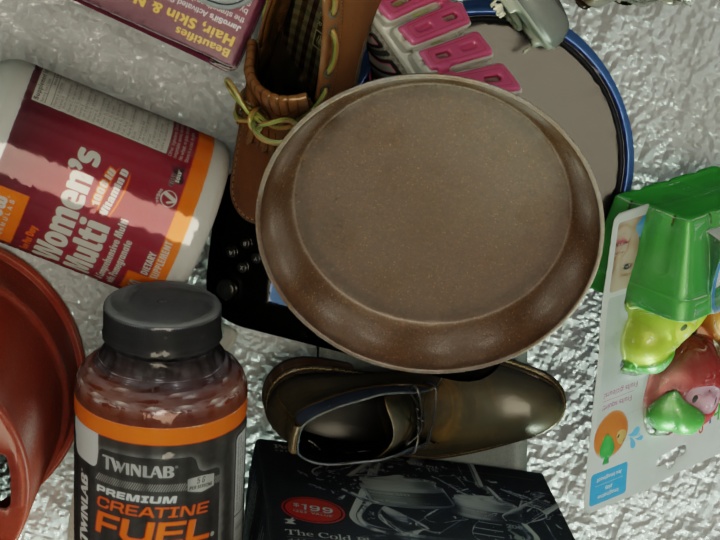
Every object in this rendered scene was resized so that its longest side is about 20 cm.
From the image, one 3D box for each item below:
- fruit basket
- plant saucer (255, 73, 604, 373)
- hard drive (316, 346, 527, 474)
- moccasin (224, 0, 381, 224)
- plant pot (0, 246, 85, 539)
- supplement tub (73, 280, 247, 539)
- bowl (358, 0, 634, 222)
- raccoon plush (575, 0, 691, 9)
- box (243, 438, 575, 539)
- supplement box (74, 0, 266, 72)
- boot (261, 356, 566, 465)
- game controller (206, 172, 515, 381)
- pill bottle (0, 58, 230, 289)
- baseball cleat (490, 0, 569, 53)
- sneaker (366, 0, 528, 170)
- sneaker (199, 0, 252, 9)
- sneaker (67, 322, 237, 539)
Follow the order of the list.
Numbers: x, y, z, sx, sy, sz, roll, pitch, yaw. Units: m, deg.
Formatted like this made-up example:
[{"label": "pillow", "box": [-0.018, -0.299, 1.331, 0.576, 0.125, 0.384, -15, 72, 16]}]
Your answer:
[{"label": "fruit basket", "box": [0.214, 0.042, 1.276, 0.184, 0.093, 0.202, -15, 111, -42]}, {"label": "plant saucer", "box": [0.040, -0.031, 1.145, 0.198, 0.035, 0.202, 2, 125, 3]}, {"label": "hard drive", "box": [0.041, 0.096, 1.330, 0.138, 0.033, 0.202, -2, 105, -5]}, {"label": "moccasin", "box": [-0.039, -0.110, 1.159, 0.074, 0.077, 0.202, 45, 131, 24]}, {"label": "plant pot", "box": [-0.267, 0.096, 1.213, 0.199, 0.195, 0.203, -2, 105, -6]}, {"label": "supplement tub", "box": [-0.121, 0.112, 1.205, 0.106, 0.107, 0.202, 0, 111, -6]}, {"label": "bowl", "box": [0.077, -0.071, 1.267, 0.199, 0.039, 0.203, 0, 94, -4]}, {"label": "raccoon plush", "box": [0.184, -0.247, 1.201, 0.096, 0.134, 0.201, 20, 102, -10]}, {"label": "box", "box": [0.027, 0.193, 1.243, 0.198, 0.182, 0.105, 8, 104, -8]}, {"label": "supplement box", "box": [-0.095, -0.240, 1.190, 0.130, 0.103, 0.201, 23, 101, -11]}, {"label": "boot", "box": [0.039, 0.098, 1.262, 0.198, 0.097, 0.075, 0, 105, -5]}, {"label": "game controller", "box": [0.000, 0.000, 1.232, 0.198, 0.042, 0.105, 13, 114, 16]}, {"label": "pill bottle", "box": [-0.188, -0.063, 1.224, 0.199, 0.110, 0.110, 21, 102, -11]}, {"label": "baseball cleat", "box": [0.090, -0.237, 1.212, 0.106, 0.070, 0.201, -33, 93, 3]}, {"label": "sneaker", "box": [0.028, -0.128, 1.203, 0.073, 0.088, 0.201, -21, 72, -35]}, {"label": "sneaker", "box": [-0.111, -0.233, 1.100, 0.073, 0.071, 0.201, -28, 104, 3]}, {"label": "sneaker", "box": [-0.133, 0.121, 1.303, 0.088, 0.075, 0.202, 13, 102, -22]}]
